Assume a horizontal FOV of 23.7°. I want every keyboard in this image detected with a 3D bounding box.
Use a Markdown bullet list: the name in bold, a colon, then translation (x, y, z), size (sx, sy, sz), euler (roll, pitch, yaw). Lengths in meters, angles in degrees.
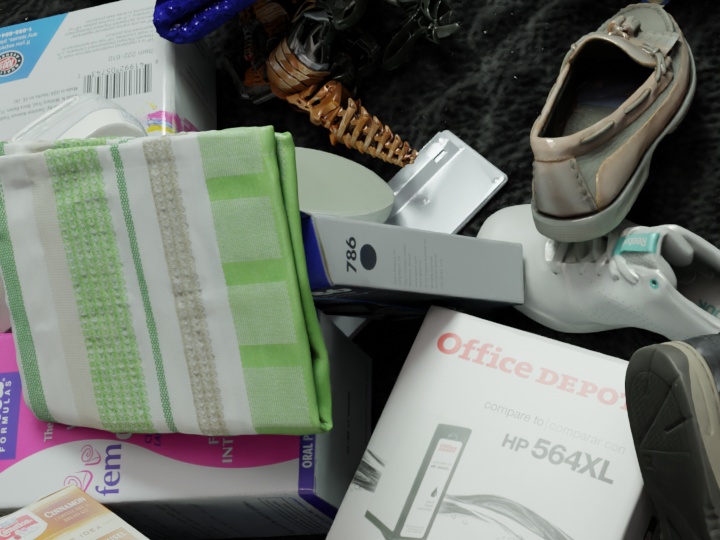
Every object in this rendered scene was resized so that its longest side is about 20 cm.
- **keyboard**: translation (0.000, 0.000, 1.012), size (0.200, 0.011, 0.056), euler (-45, 65, -7)

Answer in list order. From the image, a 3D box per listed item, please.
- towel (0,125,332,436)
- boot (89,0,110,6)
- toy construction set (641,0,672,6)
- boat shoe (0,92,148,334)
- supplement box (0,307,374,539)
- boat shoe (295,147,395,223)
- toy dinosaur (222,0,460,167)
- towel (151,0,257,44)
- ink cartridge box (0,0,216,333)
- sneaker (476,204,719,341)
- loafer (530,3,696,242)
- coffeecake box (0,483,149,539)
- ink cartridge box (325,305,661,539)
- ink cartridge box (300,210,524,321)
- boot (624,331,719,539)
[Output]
- **towel**: translation (-0.100, 0.006, 0.835), size (0.199, 0.031, 0.150), euler (-1, 104, 37)
- **boot**: translation (-0.146, -0.294, 1.174), size (0.164, 0.066, 0.201), euler (-31, 56, 10)
- **toy construction set**: translation (0.189, -0.201, 0.979), size (0.199, 0.131, 0.092), euler (22, 71, 27)
- **boat shoe**: translation (-0.207, -0.025, 0.963), size (0.200, 0.072, 0.069), euler (-47, 40, 0)
- **supplement box**: translation (-0.101, 0.089, 0.940), size (0.199, 0.103, 0.102), euler (-6, 69, 17)
- **boat shoe**: translation (-0.066, -0.019, 0.961), size (0.200, 0.072, 0.070), euler (-14, 47, -43)
- **toy dinosaur**: translation (-0.015, -0.138, 1.056), size (0.136, 0.102, 0.200), euler (-41, 76, 12)
- **towel**: translation (-0.056, -0.229, 1.041), size (0.147, 0.050, 0.201), euler (-30, 27, 28)
- **ink cartridge box**: translation (-0.166, -0.053, 1.047), size (0.144, 0.085, 0.201), euler (-10, 61, 14)
- **sneaker**: translation (0.147, -0.002, 0.917), size (0.199, 0.089, 0.076), euler (20, 73, 26)
- **loafer**: translation (0.138, -0.099, 0.944), size (0.071, 0.063, 0.200), euler (-1, 39, 27)
- **coffeecake box**: translation (-0.109, 0.226, 0.844), size (0.199, 0.154, 0.073), euler (30, 32, 28)
- **ink cartridge box**: translation (0.069, 0.135, 0.875), size (0.145, 0.084, 0.201), euler (16, 70, 24)
- **ink cartridge box**: translation (-0.011, -0.001, 0.891), size (0.099, 0.199, 0.040), euler (-8, 79, 42)
- **boot**: translation (0.215, 0.112, 0.831), size (0.150, 0.073, 0.201), euler (-19, 96, -25)
